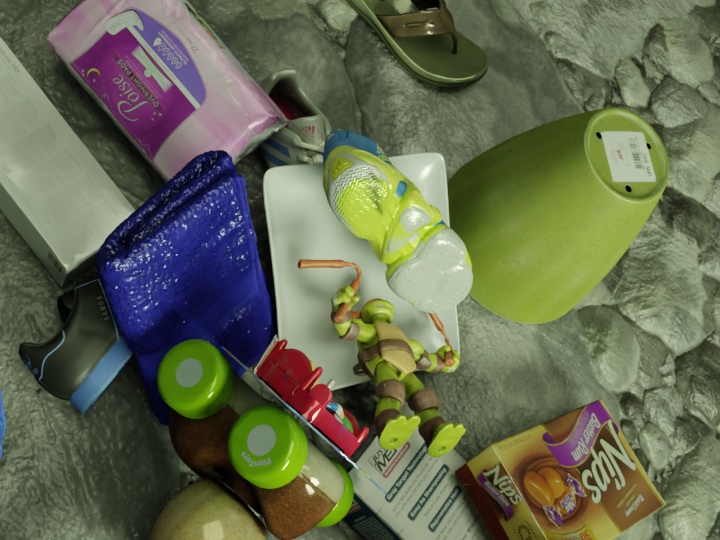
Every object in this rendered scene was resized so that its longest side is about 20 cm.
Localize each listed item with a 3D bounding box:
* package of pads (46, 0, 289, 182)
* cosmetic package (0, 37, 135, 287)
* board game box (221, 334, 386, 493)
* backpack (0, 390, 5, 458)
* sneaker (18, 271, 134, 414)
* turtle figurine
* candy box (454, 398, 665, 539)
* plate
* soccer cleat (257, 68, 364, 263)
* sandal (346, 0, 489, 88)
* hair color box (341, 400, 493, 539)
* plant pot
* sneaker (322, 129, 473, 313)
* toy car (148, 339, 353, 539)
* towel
[{"bbox_3d":[-0.171,-0.167,0.945,0.120,0.076,0.200,-42,89,8],"label":"package of pads"},{"bbox_3d":[-0.281,-0.092,0.904,0.082,0.051,0.201,-37,88,-29],"label":"cosmetic package"},{"bbox_3d":[-0.034,0.099,0.816,0.158,0.200,0.039,41,82,0],"label":"board game box"},{"bbox_3d":[-0.331,0.138,0.722,0.166,0.164,0.200,31,48,10],"label":"backpack"},{"bbox_3d":[-0.198,0.021,0.887,0.078,0.070,0.201,38,58,-5],"label":"sneaker"},{"bbox_3d":[0.021,0.076,0.905,0.199,0.064,0.163,31,29,-41],"label":"turtle figurine"},{"bbox_3d":[0.184,0.196,0.951,0.198,0.056,0.118,-9,62,-48],"label":"candy box"},{"bbox_3d":[0.000,0.000,0.971,0.197,0.032,0.204,-9,97,-33],"label":"plate"},{"bbox_3d":[-0.048,-0.093,0.989,0.069,0.086,0.202,-24,82,-29],"label":"soccer cleat"},{"bbox_3d":[0.054,-0.270,1.120,0.200,0.057,0.080,41,60,-5],"label":"sandal"},{"bbox_3d":[0.070,0.224,0.933,0.200,0.060,0.100,45,57,-2],"label":"hair color box"},{"bbox_3d":[0.201,-0.070,1.026,0.184,0.200,0.190,9,66,-21],"label":"plant pot"},{"bbox_3d":[0.031,-0.051,0.917,0.200,0.075,0.106,51,13,-42],"label":"sneaker"},{"bbox_3d":[-0.123,0.185,0.812,0.157,0.165,0.201,36,79,27],"label":"toy car"},{"bbox_3d":[-0.128,0.020,0.854,0.049,0.202,0.148,22,54,29],"label":"towel"}]
